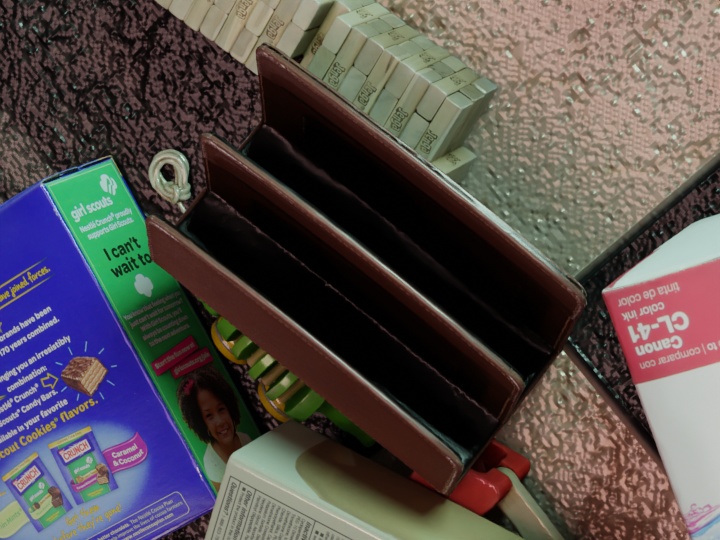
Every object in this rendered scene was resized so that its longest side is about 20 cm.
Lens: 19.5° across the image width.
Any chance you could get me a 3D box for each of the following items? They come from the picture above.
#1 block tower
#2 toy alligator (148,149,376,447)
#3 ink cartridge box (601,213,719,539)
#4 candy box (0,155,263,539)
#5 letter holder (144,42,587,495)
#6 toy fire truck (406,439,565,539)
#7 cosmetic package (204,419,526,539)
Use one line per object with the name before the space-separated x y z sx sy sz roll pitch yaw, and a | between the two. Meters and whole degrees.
block tower | -0.022 -0.119 1.078 0.200 0.054 0.058 38 116 11
toy alligator | -0.061 0.020 1.131 0.059 0.054 0.200 -41 84 27
ink cartridge box | 0.199 0.075 0.973 0.085 0.147 0.201 -16 95 27
candy box | -0.169 0.065 1.180 0.169 0.077 0.201 -29 91 29
letter holder | 0.000 0.000 1.026 0.200 0.142 0.101 38 77 7
toy fire truck | 0.089 0.195 1.110 0.200 0.049 0.141 40 116 11
cosmetic package | 0.018 0.169 1.067 0.199 0.071 0.106 27 113 18
